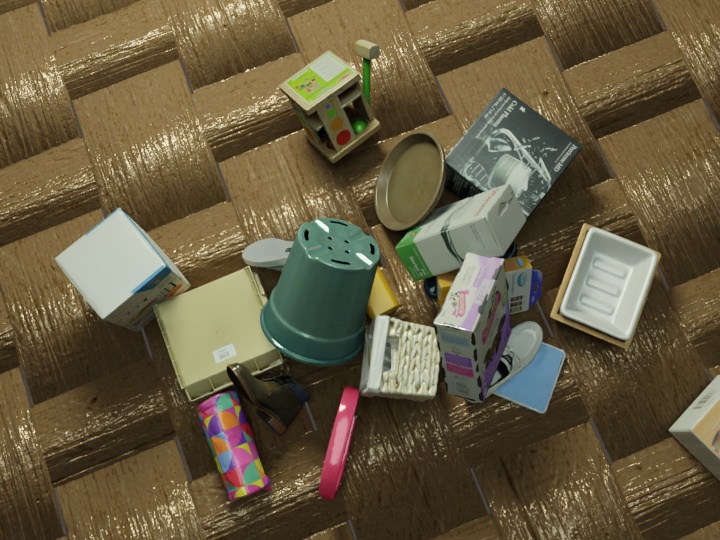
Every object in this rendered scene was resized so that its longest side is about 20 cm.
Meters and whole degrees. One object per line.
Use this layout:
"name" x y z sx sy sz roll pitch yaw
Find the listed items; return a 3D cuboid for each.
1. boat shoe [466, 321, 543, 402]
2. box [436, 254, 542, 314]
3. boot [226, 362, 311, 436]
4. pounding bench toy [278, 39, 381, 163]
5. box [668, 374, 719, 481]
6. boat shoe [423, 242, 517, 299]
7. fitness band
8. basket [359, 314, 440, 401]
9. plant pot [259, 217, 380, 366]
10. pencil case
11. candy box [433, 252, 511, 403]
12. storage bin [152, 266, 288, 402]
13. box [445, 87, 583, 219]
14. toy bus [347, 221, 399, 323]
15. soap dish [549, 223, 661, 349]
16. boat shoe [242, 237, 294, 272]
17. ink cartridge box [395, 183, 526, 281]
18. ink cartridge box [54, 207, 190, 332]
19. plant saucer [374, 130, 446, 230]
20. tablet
"boat shoe" 0.272 0.172 1.362 0.074 0.065 0.200 41 82 10
"box" 0.243 0.040 1.376 0.198 0.120 0.042 -13 44 -6
"boot" -0.166 0.210 1.332 0.097 0.201 0.075 -43 43 -17
"pounding bench toy" -0.026 -0.339 1.443 0.200 0.156 0.124 -37 47 -7
"box" 0.699 0.309 1.316 0.152 0.106 0.200 -44 80 -8
"boat shoe" 0.211 -0.013 1.416 0.199 0.069 0.084 -32 79 -5
"fitness band" -0.036 0.310 1.312 0.037 0.144 0.202 13 79 3
"basket" 0.070 0.165 1.318 0.122 0.200 0.137 8 78 -4
"plant pot" -0.062 0.027 1.285 0.199 0.197 0.201 13 34 -9
"pencil case" -0.235 0.325 1.346 0.088 0.088 0.201 -22 81 -4
"candy box" 0.199 0.100 1.261 0.071 0.201 0.168 12 51 26
"storage bin" -0.262 0.122 1.385 0.199 0.094 0.200 -22 79 -4
"box" 0.289 -0.210 1.433 0.196 0.124 0.200 38 81 7
"toy bus" 0.000 0.000 1.413 0.065 0.078 0.201 -27 79 -5
"soap dish" 0.466 0.031 1.395 0.156 0.081 0.201 22 79 6
"boat shoe" -0.137 -0.018 1.422 0.198 0.070 0.071 -3 42 22
"ink cartridge box" 0.186 -0.069 1.338 0.083 0.199 0.147 59 42 -15
"ink cartridge box" -0.435 0.007 1.359 0.147 0.200 0.145 -41 82 -8
"plant saucer" 0.099 -0.172 1.413 0.029 0.199 0.202 16 75 -35
"tablet" 0.283 0.179 1.401 0.199 0.014 0.131 22 79 7
